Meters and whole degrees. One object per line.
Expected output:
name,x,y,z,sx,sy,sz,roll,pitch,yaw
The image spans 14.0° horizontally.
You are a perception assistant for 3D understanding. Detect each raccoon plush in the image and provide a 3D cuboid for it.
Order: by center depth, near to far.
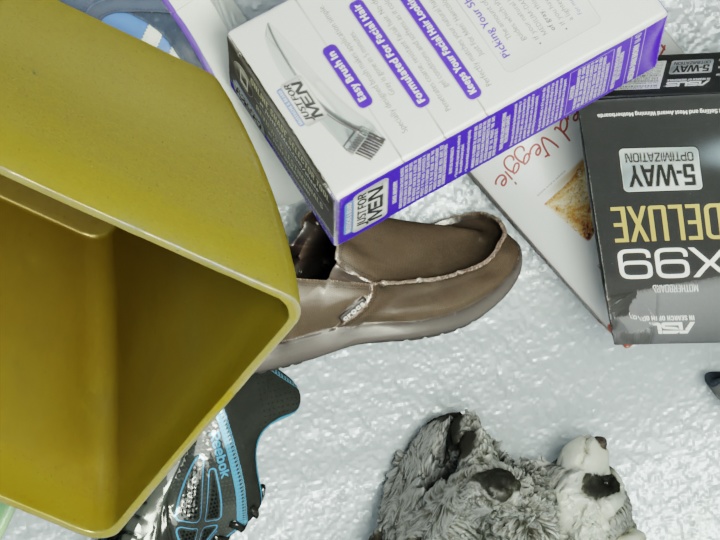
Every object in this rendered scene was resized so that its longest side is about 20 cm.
raccoon plush,0.068,0.169,1.686,0.134,0.097,0.200,31,112,-28

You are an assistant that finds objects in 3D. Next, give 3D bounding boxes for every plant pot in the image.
plant pot,-0.158,-0.021,1.448,0.199,0.177,0.200,25,129,-21

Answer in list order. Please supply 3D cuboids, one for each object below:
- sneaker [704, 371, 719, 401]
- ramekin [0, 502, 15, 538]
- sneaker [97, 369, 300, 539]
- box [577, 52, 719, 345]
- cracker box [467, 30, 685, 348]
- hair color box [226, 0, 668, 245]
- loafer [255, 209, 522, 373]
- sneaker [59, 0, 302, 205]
sneaker,0.274,0.013,1.692,0.081,0.074,0.201,30,91,-10
ramekin,-0.280,0.082,1.560,0.199,0.098,0.201,-3,105,-12
sneaker,-0.096,0.139,1.633,0.081,0.073,0.201,18,100,-16
box,0.223,-0.039,1.554,0.199,0.050,0.158,-1,123,15
cracker box,0.131,-0.074,1.639,0.134,0.058,0.200,-43,110,1
hair color box,0.044,-0.112,1.493,0.199,0.065,0.110,-28,70,-13
loafer,0.000,0.000,1.601,0.199,0.073,0.071,-17,118,-24
sneaker,-0.130,-0.096,1.562,0.146,0.081,0.201,-25,120,10
